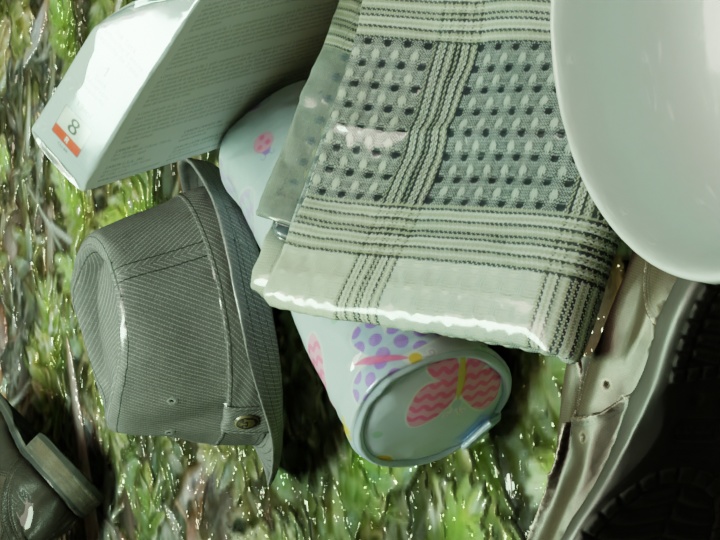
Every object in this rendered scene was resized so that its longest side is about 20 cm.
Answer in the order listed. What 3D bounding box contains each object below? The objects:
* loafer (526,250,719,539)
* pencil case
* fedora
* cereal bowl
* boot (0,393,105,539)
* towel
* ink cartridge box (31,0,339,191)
[{"bbox_3d":[0.115,0.065,0.910,0.201,0.073,0.071,-67,31,21],"label":"loafer"},{"bbox_3d":[0.000,0.000,1.084,0.083,0.091,0.200,-36,51,11],"label":"pencil case"},{"bbox_3d":[-0.104,0.035,1.209,0.200,0.090,0.178,106,148,-65],"label":"fedora"},{"bbox_3d":[0.156,-0.095,0.804,0.200,0.083,0.201,3,94,62],"label":"cereal bowl"},{"bbox_3d":[-0.276,0.174,1.510,0.174,0.069,0.200,-46,33,-11],"label":"boot"},{"bbox_3d":[0.041,-0.064,0.956,0.199,0.034,0.194,9,77,45],"label":"towel"},{"bbox_3d":[-0.053,-0.134,1.060,0.050,0.162,0.200,45,126,17],"label":"ink cartridge box"}]
